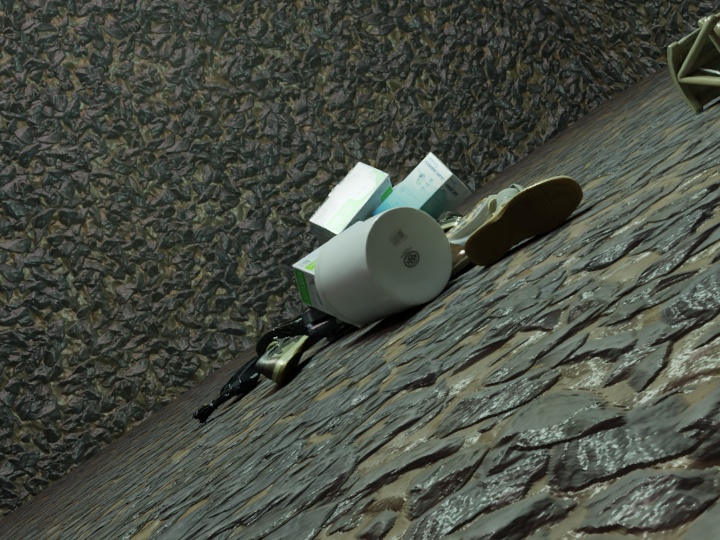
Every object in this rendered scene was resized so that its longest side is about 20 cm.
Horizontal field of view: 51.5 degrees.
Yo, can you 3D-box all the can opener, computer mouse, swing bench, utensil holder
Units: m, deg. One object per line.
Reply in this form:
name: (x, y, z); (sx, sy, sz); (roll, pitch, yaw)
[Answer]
can opener: (-0.019, 0.084, 1.502); (0.199, 0.079, 0.063); (-21, 10, -2)
computer mouse: (-0.284, 0.269, 1.632); (0.140, 0.046, 0.200); (-38, 6, 20)
swing bench: (0.598, -0.360, 1.136); (0.199, 0.130, 0.200); (-34, 2, 1)
utensil holder: (0.037, -0.004, 1.243); (0.170, 0.170, 0.200); (-35, 6, -27)

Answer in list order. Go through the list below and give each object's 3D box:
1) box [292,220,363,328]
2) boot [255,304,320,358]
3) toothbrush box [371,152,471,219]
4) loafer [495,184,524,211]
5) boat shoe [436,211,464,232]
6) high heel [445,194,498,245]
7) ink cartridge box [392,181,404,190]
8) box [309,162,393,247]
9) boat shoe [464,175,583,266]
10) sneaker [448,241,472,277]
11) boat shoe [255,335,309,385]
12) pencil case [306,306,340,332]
box: (0.000, 0.000, 1.486); (0.176, 0.097, 0.200); (20, 44, 40)
boot: (-0.151, 0.144, 1.747); (0.210, 0.080, 0.158); (-24, 7, -13)
toothbrush box: (0.144, -0.155, 1.738); (0.200, 0.085, 0.146); (-45, -27, 11)
loafer: (0.264, -0.108, 1.322); (0.070, 0.070, 0.200); (-33, 3, 25)
boat shoe: (0.198, -0.100, 1.656); (0.200, 0.073, 0.065); (156, 128, -75)
high heel: (0.209, -0.082, 1.474); (0.142, 0.072, 0.200); (-24, 18, 41)
ink cartridge box: (0.138, -0.129, 1.927); (0.043, 0.197, 0.200); (-32, 3, -1)
box: (-0.010, -0.122, 1.780); (0.200, 0.096, 0.177); (-51, -31, -21)
boat shoe: (0.239, -0.082, 1.100); (0.200, 0.074, 0.069); (-33, 8, 34)
sneaker: (0.132, -0.021, 1.307); (0.070, 0.076, 0.200); (-35, 2, -24)
boat shoe: (-0.147, 0.157, 1.421); (0.200, 0.065, 0.073); (-45, -22, -80)
pencil case: (-0.041, 0.075, 1.635); (0.088, 0.089, 0.200); (-32, 3, 32)
